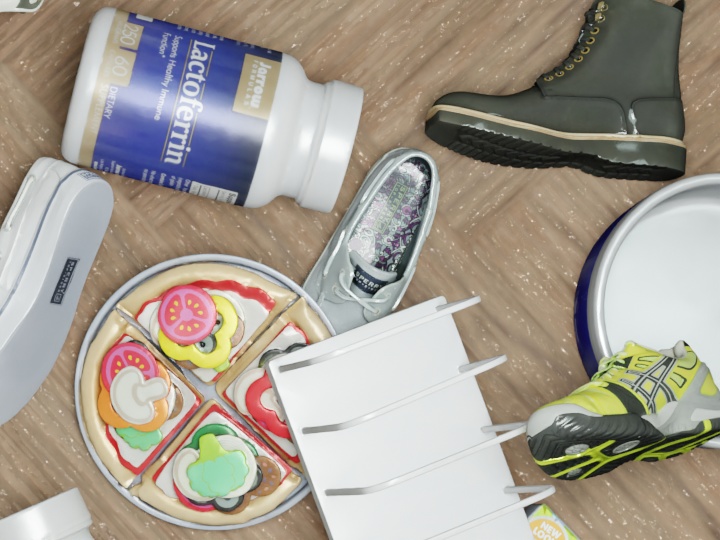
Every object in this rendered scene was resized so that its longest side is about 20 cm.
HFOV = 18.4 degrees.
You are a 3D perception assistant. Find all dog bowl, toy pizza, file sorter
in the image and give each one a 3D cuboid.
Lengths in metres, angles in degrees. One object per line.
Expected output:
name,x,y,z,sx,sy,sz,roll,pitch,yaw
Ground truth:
dog bowl,0.260,0.032,1.641,0.200,0.079,0.200,1,84,-8
toy pizza,-0.107,0.089,1.586,0.200,0.032,0.201,0,96,4
file sorter,0.045,0.128,1.519,0.139,0.125,0.200,-20,89,-17

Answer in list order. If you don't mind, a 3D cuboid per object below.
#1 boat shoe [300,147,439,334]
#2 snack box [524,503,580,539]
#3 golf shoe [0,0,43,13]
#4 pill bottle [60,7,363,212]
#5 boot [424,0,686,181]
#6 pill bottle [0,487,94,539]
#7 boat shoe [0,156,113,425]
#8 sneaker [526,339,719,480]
boat shoe,0.001,0.000,1.614,0.070,0.072,0.201,25,83,-5
snack box,0.107,0.288,1.609,0.200,0.053,0.142,-44,91,-10
golf shoe,-0.243,-0.239,1.617,0.200,0.077,0.088,-32,109,-7
pill bottle,-0.105,-0.110,1.591,0.200,0.116,0.116,14,83,-6
boot,0.148,-0.147,1.654,0.200,0.077,0.139,8,79,-20
pill bottle,-0.195,0.258,1.544,0.111,0.111,0.200,-23,88,-9
boat shoe,-0.244,0.016,1.591,0.065,0.074,0.200,26,88,29
sneaker,0.174,0.092,1.518,0.200,0.075,0.077,-1,63,-50
